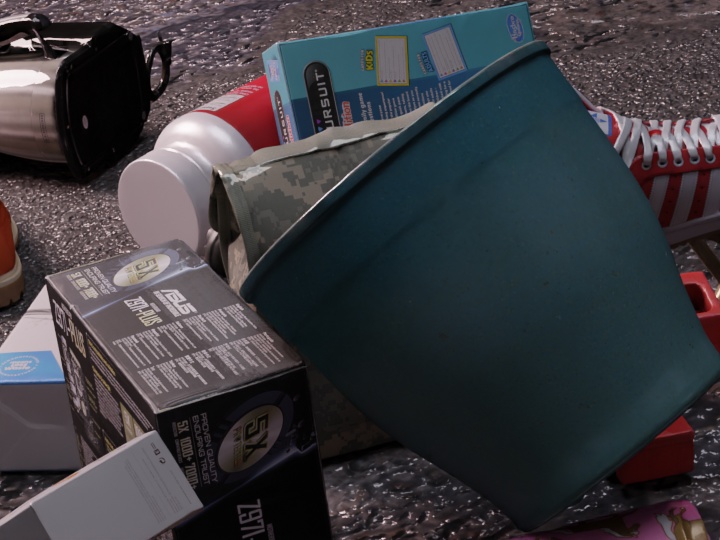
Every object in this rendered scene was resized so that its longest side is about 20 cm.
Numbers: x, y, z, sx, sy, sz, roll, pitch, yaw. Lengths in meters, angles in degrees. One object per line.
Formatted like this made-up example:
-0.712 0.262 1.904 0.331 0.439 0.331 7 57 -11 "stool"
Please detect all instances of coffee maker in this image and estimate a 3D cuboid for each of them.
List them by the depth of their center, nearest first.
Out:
-0.295 -0.152 1.830 0.200 0.135 0.192 5 4 23 "coffee maker"

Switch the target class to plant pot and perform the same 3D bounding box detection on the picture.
0.074 0.021 1.060 0.200 0.188 0.200 -39 -4 -3 "plant pot"

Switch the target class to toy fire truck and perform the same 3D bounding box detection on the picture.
0.156 0.044 1.229 0.049 0.141 0.200 -9 25 -9 "toy fire truck"

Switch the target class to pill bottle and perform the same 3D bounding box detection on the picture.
-0.084 -0.080 1.602 0.112 0.112 0.200 14 32 38 "pill bottle"

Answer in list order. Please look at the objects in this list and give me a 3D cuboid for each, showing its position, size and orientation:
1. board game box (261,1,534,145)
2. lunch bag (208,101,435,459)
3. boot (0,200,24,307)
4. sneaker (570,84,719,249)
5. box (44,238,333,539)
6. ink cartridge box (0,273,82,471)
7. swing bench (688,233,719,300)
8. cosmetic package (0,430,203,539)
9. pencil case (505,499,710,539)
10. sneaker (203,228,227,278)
0.041 -0.107 1.561 0.200 0.151 0.047 -11 -1 -18 "board game box"
0.000 0.000 1.300 0.164 0.200 0.118 -14 26 -12 "lunch bag"
-0.303 -0.054 1.615 0.075 0.107 0.200 -16 24 -15 "boot"
0.176 -0.074 1.252 0.200 0.113 0.071 -25 33 13 "sneaker"
-0.093 0.097 1.159 0.086 0.164 0.200 -17 26 -19 "box"
-0.163 0.053 1.387 0.116 0.067 0.200 -2 25 12 "ink cartridge box"
0.314 -0.047 1.308 0.200 0.130 0.199 -49 36 -10 "swing bench"
-0.165 0.146 1.080 0.083 0.051 0.200 -32 -1 -38 "cosmetic package"
0.081 0.173 1.037 0.200 0.087 0.083 -12 7 -8 "pencil case"
-0.009 -0.010 1.447 0.200 0.067 0.090 1 26 -35 "sneaker"
